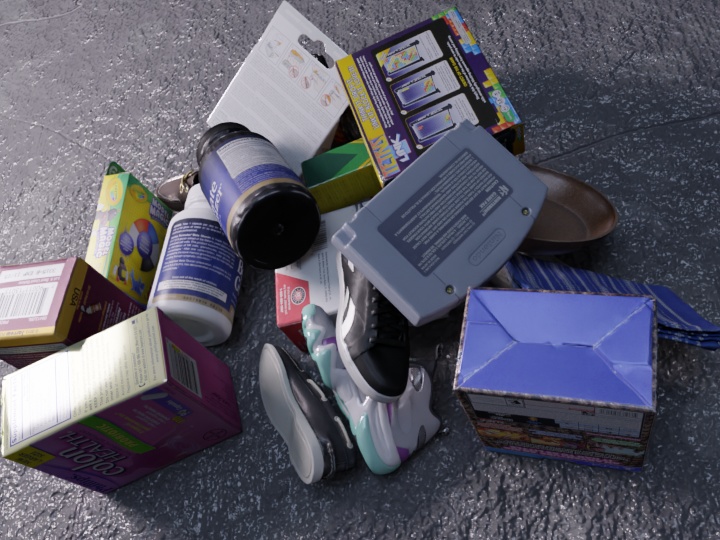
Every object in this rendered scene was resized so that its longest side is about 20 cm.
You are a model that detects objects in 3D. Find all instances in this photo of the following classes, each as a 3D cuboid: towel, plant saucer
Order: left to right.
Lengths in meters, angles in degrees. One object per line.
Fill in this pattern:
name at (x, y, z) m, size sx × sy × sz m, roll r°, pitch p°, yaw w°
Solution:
plant saucer at (0.189, -0.070, 0.759) m, size 0.197 × 0.037 × 0.201 m, roll 6°, pitch 32°, yaw -4°
towel at (0.243, 0.021, 0.667) m, size 0.197 × 0.024 × 0.145 m, roll 14°, pitch 19°, yaw -3°

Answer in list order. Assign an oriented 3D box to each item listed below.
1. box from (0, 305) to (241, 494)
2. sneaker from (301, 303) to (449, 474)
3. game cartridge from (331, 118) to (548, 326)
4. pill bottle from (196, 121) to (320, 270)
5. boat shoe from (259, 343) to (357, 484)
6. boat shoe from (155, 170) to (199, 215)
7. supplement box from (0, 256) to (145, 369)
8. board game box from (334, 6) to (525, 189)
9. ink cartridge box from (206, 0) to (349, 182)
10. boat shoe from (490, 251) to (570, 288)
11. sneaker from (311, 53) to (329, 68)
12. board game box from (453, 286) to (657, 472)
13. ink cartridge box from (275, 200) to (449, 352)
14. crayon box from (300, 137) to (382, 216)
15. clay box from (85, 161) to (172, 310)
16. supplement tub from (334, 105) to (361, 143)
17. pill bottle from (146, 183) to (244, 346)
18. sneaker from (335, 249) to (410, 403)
box at (-0.269, 0.157, 0.770) m, size 0.198 × 0.176 × 0.098 m, roll -24°, pitch 56°, yaw 4°
sneaker at (0.028, 0.106, 0.740) m, size 0.139 × 0.078 × 0.202 m, roll -28°, pitch 86°, yaw -8°
game cartridge at (0.085, -0.046, 0.642) m, size 0.133 × 0.042 × 0.200 m, roll 46°, pitch 69°, yaw 6°
pill bottle at (-0.134, -0.101, 0.819) m, size 0.111 × 0.112 × 0.200 m, roll -35°, pitch 47°, yaw -3°
boat shoe at (-0.066, 0.157, 0.768) m, size 0.060 × 0.075 × 0.200 m, roll -1°, pitch 30°, yaw -28°
boat shoe at (-0.229, -0.122, 0.985) m, size 0.197 × 0.060 × 0.073 m, roll 5°, pitch 64°, yaw 27°
supplement box at (-0.352, 0.080, 0.830) m, size 0.129 × 0.201 × 0.105 m, roll -6°, pitch 58°, yaw 16°
board game box at (0.075, -0.191, 0.771) m, size 0.163 × 0.057 × 0.202 m, roll -23°, pitch 59°, yaw 6°
ink cartridge box at (-0.096, -0.229, 0.909) m, size 0.162 × 0.057 × 0.201 m, roll 42°, pitch 105°, yaw 9°
boat shoe at (0.180, -0.015, 0.774) m, size 0.071 × 0.070 × 0.200 m, roll -44°, pitch 56°, yaw -9°
sneaker at (-0.099, -0.226, 0.972) m, size 0.076 × 0.112 × 0.201 m, roll 21°, pitch 70°, yaw 28°
board game box at (0.186, 0.106, 0.622) m, size 0.157 × 0.200 × 0.098 m, roll 3°, pitch 63°, yaw 21°
ink cartridge box at (0.000, 0.000, 0.822) m, size 0.197 × 0.084 × 0.146 m, roll -15°, pitch 57°, yaw 13°
crayon box at (0.038, -0.119, 0.853) m, size 0.197 × 0.127 × 0.051 m, roll -20°, pitch 56°, yaw 6°
clay box at (-0.321, -0.043, 0.932) m, size 0.047 × 0.115 × 0.203 m, roll -3°, pitch 66°, yaw 16°
supplement tub at (0.052, -0.243, 0.922) m, size 0.197 × 0.123 × 0.124 m, roll -8°, pitch 58°, yaw 14°
pill bottle at (-0.210, -0.012, 0.887) m, size 0.109 × 0.111 × 0.203 m, roll -4°, pitch 60°, yaw 17°
sneaker at (0.024, 0.021, 0.676) m, size 0.072 × 0.112 × 0.202 m, roll 6°, pitch 54°, yaw -26°
